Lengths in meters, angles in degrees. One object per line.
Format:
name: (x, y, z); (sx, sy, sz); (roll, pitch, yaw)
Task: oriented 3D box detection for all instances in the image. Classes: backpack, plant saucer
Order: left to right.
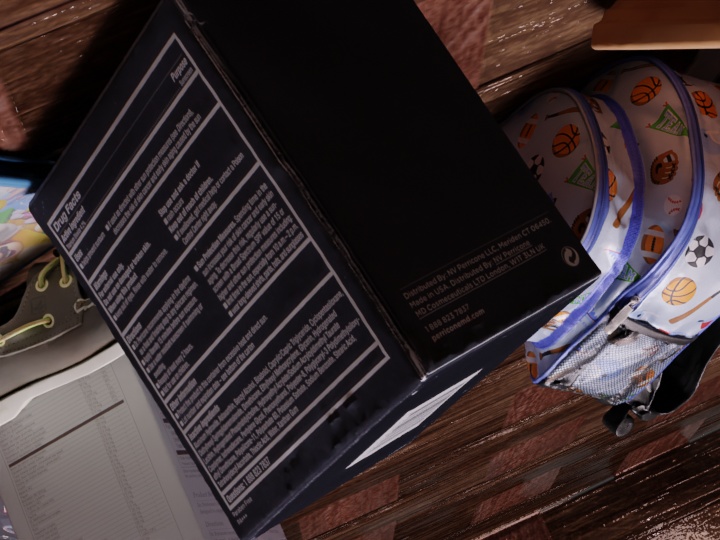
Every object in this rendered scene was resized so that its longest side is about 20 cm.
backpack: (0.159, -0.036, 1.324); (0.154, 0.201, 0.190); (17, 134, -40)
plant saucer: (0.225, -0.140, 1.181); (0.199, 0.038, 0.200); (-1, -174, 0)

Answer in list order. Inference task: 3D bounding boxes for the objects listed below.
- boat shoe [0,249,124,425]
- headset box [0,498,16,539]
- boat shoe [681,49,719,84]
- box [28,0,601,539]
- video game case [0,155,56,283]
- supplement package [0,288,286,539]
boat shoe: (-0.159, 0.023, 1.149); (0.201, 0.060, 0.072); (-30, -165, 32)
headset box: (-0.181, 0.133, 1.397); (0.199, 0.075, 0.149); (10, 160, -3)
boat shoe: (0.251, -0.134, 1.352); (0.066, 0.070, 0.200); (-44, 172, -38)
box: (-0.027, -0.016, 0.993); (0.123, 0.199, 0.200); (-28, 170, -37)
video game case: (-0.222, -0.014, 1.060); (0.143, 0.018, 0.200); (-31, 164, 24)
supplement package: (-0.139, 0.105, 1.254); (0.113, 0.201, 0.109); (-29, 165, 17)
